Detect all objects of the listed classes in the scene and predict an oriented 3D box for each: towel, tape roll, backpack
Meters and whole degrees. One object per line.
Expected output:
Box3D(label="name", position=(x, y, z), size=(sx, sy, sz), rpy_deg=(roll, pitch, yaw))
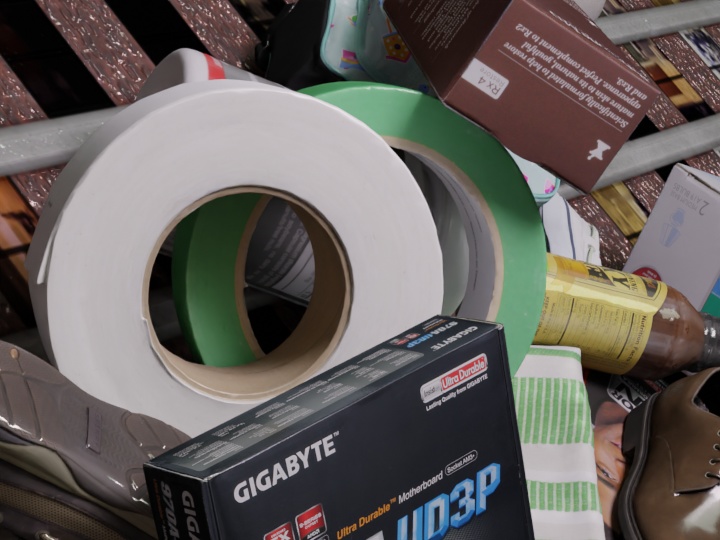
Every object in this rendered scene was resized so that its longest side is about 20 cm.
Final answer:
Box3D(label="towel", position=(0.060, 0.109, 1.120), size=(0.151, 0.024, 0.201), rpy_deg=(5, 40, -3))
Box3D(label="tape roll", position=(0.000, 0.000, 1.073), size=(0.200, 0.201, 0.048), rpy_deg=(33, -1, -17))
Box3D(label="backpack", position=(0.043, -0.105, 1.306), size=(0.200, 0.153, 0.176), rpy_deg=(40, 25, -21))
Box3D(label="tape roll", position=(-0.063, 0.006, 0.996), size=(0.202, 0.203, 0.071), rpy_deg=(33, 0, -17))

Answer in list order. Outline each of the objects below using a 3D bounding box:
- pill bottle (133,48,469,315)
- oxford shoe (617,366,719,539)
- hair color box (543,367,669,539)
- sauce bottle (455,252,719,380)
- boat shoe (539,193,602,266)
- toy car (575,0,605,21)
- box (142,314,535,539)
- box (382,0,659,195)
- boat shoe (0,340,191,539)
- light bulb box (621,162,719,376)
Box3D(label="pill bottle", position=(-0.035, -0.041, 1.150), size=(0.199, 0.114, 0.114), rpy_deg=(20, 37, -23))
Box3D(label="oxford shoe", position=(0.197, 0.126, 1.150), size=(0.072, 0.084, 0.201), rpy_deg=(34, 34, -22))
Box3D(label="hair color box", position=(0.150, 0.129, 1.229), size=(0.101, 0.061, 0.200), rpy_deg=(40, 32, -7))
Box3D(label="sauce bottle", position=(0.158, 0.032, 1.236), size=(0.199, 0.065, 0.065), rpy_deg=(14, 40, -21))
Box3D(label="boat shoe", position=(0.139, 0.008, 1.343), size=(0.066, 0.074, 0.201), rpy_deg=(26, 33, -11))
Box3D(label="toy car", position=(0.126, -0.191, 1.450), size=(0.176, 0.200, 0.185), rpy_deg=(-10, 60, -53))
Box3D(label="box", position=(-0.001, 0.129, 0.934), size=(0.199, 0.046, 0.160), rpy_deg=(-24, 112, -41))
Box3D(label="box", position=(0.083, -0.125, 1.111), size=(0.100, 0.075, 0.200), rpy_deg=(31, 16, -20))
Box3D(label="boat shoe", position=(-0.124, 0.107, 0.931), size=(0.200, 0.073, 0.075), rpy_deg=(36, 26, -20))
Box3D(label="light bulb box", position=(0.318, 0.036, 1.411), size=(0.199, 0.125, 0.198), rpy_deg=(15, 16, -39))
